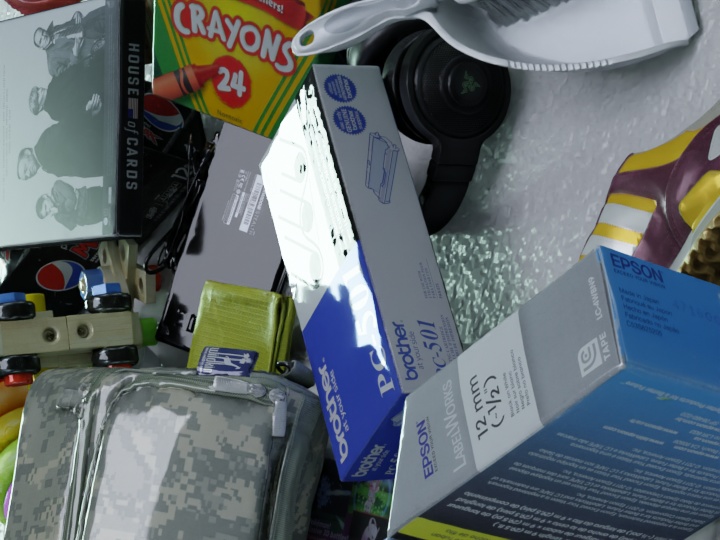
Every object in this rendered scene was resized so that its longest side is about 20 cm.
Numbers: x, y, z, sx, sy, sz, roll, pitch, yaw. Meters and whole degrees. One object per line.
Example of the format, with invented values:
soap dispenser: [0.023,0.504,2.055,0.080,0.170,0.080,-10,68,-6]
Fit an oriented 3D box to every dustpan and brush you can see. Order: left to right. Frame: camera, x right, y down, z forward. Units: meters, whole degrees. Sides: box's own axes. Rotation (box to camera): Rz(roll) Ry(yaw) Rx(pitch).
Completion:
dustpan and brush: [0.059,-0.146,1.219,0.199,0.057,0.140,-23,68,26]

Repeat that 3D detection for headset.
headset: [0.046,-0.115,1.307,0.124,0.094,0.201,48,131,51]

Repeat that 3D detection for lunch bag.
lunch bag: [-0.097,0.146,1.294,0.167,0.139,0.201,0,77,44]

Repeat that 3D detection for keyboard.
keyboard: [-0.067,-0.042,1.461,0.104,0.040,0.201,21,94,32]

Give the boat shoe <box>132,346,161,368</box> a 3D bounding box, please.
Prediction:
boat shoe: [-0.152,0.132,1.462,0.071,0.070,0.200,-28,29,30]

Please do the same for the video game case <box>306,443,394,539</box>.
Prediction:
video game case: [0.005,0.190,1.263,0.200,0.023,0.183,6,82,56]

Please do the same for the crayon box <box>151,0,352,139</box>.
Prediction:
crayon box: [-0.057,-0.180,1.367,0.127,0.051,0.201,22,122,31]

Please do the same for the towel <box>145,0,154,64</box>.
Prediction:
towel: [-0.091,-0.202,1.434,0.199,0.022,0.147,-5,106,40]

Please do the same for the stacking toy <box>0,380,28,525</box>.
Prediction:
stacking toy: [-0.209,0.132,1.532,0.200,0.116,0.110,46,117,39]

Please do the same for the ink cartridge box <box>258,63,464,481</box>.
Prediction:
ink cartridge box: [0.000,0.000,1.249,0.094,0.044,0.201,122,140,-50]

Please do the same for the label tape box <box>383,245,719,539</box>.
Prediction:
label tape box: [0.098,0.079,1.069,0.200,0.143,0.066,-38,48,40]

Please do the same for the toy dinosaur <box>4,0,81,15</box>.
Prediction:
toy dinosaur: [-0.120,-0.203,1.496,0.182,0.199,0.105,107,146,-66]

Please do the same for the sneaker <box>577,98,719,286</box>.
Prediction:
sneaker: [0.135,0.000,1.123,0.200,0.075,0.090,-43,36,27]

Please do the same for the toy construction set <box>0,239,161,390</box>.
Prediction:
toy construction set: [-0.204,0.041,1.481,0.131,0.199,0.093,-24,87,66]

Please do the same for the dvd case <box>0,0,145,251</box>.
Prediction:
dvd case: [-0.202,-0.090,1.520,0.200,0.025,0.151,-4,85,51]

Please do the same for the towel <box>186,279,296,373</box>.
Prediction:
towel: [-0.087,0.108,1.408,0.086,0.018,0.201,9,88,46]

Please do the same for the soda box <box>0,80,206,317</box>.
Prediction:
soda box: [-0.183,-0.041,1.576,0.200,0.071,0.064,-45,43,35]
